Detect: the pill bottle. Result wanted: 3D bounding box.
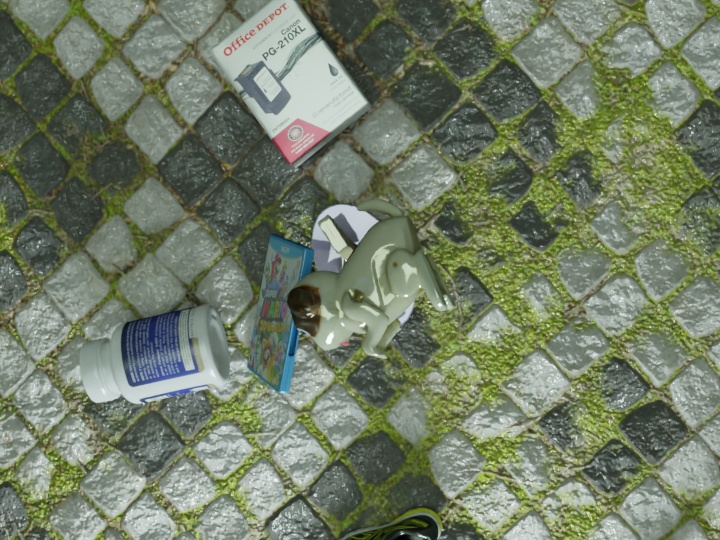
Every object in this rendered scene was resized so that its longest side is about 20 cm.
[{"bbox_3d":[-0.299,0.127,1.522,0.196,0.120,0.122,-12,93,6],"label":"pill bottle"}]

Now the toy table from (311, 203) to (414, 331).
[{"bbox_3d":[0.000,0.000,1.488,0.200,0.117,0.184,44,97,0],"label":"toy table"}]

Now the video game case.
[{"bbox_3d":[-0.116,0.058,1.495,0.018,0.143,0.204,8,96,-26],"label":"video game case"}]

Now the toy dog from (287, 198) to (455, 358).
[{"bbox_3d":[0.000,0.025,1.364,0.198,0.140,0.196,-28,93,8],"label":"toy dog"}]

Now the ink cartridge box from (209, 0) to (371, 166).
[{"bbox_3d":[-0.099,-0.273,1.492,0.144,0.084,0.201,-36,90,6],"label":"ink cartridge box"}]

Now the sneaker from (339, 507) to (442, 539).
[{"bbox_3d":[0.026,0.411,1.530,0.198,0.085,0.075,-31,90,7],"label":"sneaker"}]
